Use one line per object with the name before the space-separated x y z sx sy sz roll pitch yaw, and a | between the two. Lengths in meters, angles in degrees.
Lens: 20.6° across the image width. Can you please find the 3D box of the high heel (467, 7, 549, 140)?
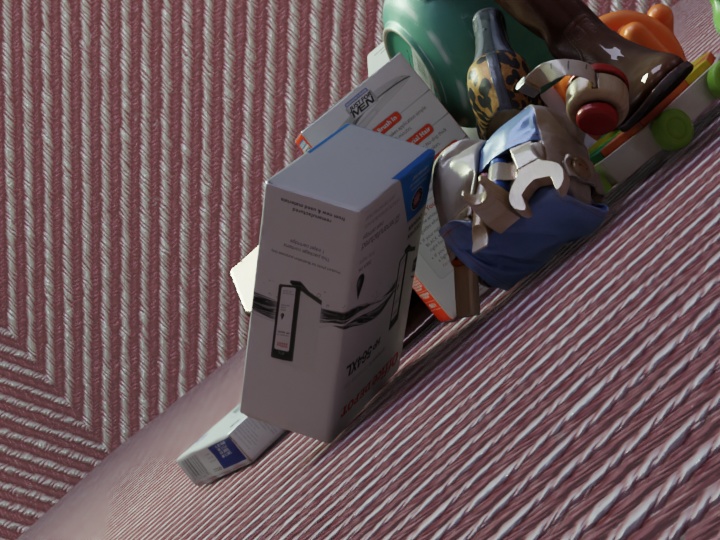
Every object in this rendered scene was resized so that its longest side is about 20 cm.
high heel | 0.130 -0.097 1.583 0.071 0.201 0.143 -18 29 10

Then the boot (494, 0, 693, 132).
boot | 0.157 -0.200 1.520 0.064 0.200 0.186 -40 3 -10

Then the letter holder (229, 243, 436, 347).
letter holder | 0.000 0.000 1.749 0.200 0.101 0.142 -41 33 11

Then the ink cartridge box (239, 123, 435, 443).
ink cartridge box | -0.018 0.009 1.523 0.146 0.084 0.201 -43 -35 -56

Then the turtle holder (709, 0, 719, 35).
turtle holder | 0.376 -0.311 1.874 0.185 0.141 0.132 -39 3 -21

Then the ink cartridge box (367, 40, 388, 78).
ink cartridge box | 0.088 -0.139 2.012 0.086 0.147 0.201 -37 41 35

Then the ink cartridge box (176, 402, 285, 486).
ink cartridge box | -0.075 0.123 1.934 0.200 0.041 0.200 -41 3 -24

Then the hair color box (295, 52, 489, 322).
hair color box | 0.050 -0.068 1.660 0.111 0.200 0.064 -39 3 -9

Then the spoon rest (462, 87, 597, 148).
spoon rest | 0.161 -0.134 1.754 0.099 0.061 0.199 -43 40 -24

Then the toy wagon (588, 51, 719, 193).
toy wagon | 0.221 -0.101 1.583 0.200 0.040 0.155 -41 2 -24

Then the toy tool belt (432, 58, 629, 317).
toy tool belt | 0.132 -0.052 1.472 0.200 0.124 0.123 -41 35 44

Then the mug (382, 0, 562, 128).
mug | 0.081 -0.213 1.691 0.114 0.186 0.152 -34 15 -12

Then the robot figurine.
robot figurine | 0.236 -0.176 1.839 0.200 0.116 0.145 158 119 -81
